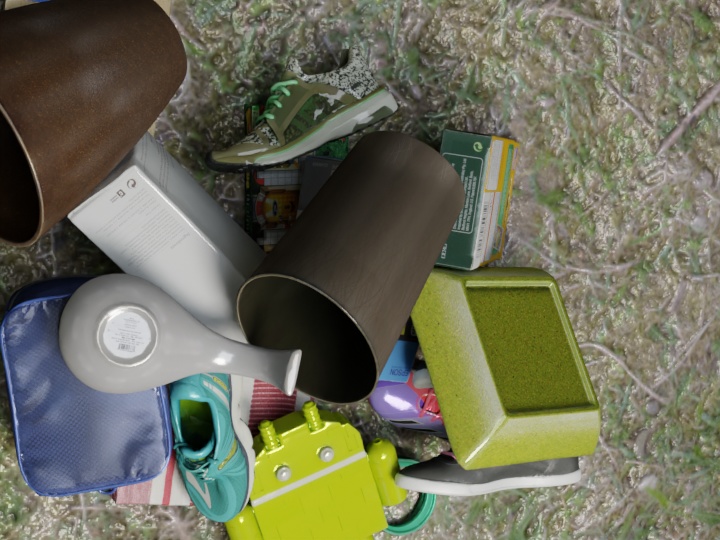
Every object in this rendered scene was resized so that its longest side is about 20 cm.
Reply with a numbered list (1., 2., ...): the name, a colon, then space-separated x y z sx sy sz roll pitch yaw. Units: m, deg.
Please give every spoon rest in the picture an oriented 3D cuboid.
1. spoon rest: -0.153 0.064 1.350 0.199 0.061 0.100 14 86 -13

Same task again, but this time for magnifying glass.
1. magnifying glass: 0.004 0.201 1.619 0.200 0.022 0.080 38 78 -32

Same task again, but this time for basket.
1. basket: -0.001 -0.013 1.398 0.200 0.136 0.181 -59 162 -30

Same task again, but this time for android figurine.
1. android figurine: -0.046 0.218 1.562 0.182 0.041 0.201 -21 116 -14

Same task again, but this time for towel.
1. towel: -0.139 0.155 1.548 0.199 0.023 0.145 7 93 -30

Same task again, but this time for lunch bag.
1. lunch bag: -0.239 0.104 1.422 0.135 0.132 0.201 -7 98 -9

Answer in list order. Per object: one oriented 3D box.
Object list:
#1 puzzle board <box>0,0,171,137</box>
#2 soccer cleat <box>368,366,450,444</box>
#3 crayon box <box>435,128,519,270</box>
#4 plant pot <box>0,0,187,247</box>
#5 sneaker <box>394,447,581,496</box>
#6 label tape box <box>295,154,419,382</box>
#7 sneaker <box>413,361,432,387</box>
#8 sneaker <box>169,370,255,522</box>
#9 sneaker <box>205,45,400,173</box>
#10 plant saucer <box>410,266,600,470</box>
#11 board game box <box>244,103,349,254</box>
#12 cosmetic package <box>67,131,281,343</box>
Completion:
1. puzzle board: -0.244 -0.215 1.434 0.150 0.017 0.201 5 95 -27
2. soccer cleat: 0.098 0.151 1.639 0.200 0.076 0.067 28 85 -29
3. crayon box: 0.110 -0.070 1.575 0.051 0.200 0.126 10 95 13
4. plant pot: -0.249 -0.150 1.350 0.200 0.187 0.187 -37 114 -33
5. sneaker: 0.124 0.165 1.585 0.199 0.071 0.100 -4 96 -21
6. label tape box: 0.000 0.000 1.545 0.143 0.066 0.201 9 93 -46
7. sneaker: 0.102 0.062 1.590 0.200 0.070 0.100 -8 95 -63
8. sneaker: -0.144 0.155 1.453 0.077 0.080 0.201 3 128 12
9. sneaker: -0.064 -0.149 1.493 0.200 0.077 0.089 -26 96 -27
10. plant saucer: 0.145 0.079 1.522 0.200 0.048 0.200 0 66 -44
11. board game box: -0.061 -0.060 1.552 0.104 0.023 0.201 -5 101 -29
12. cosmetic package: -0.163 -0.026 1.443 0.081 0.113 0.200 -36 115 11
